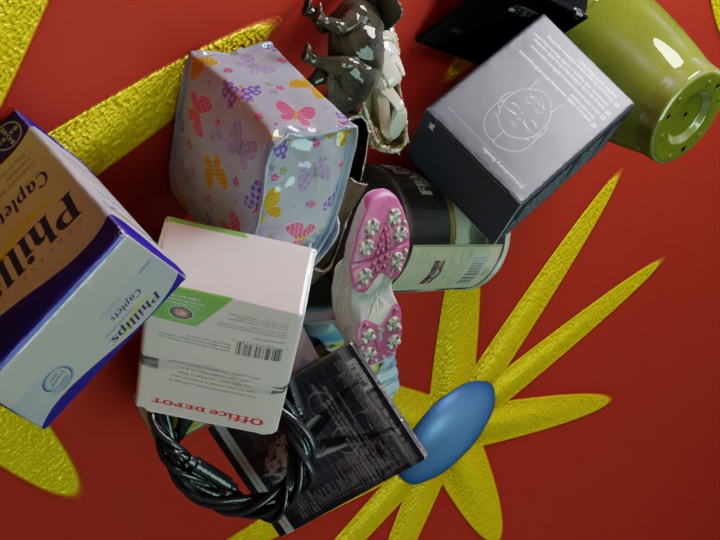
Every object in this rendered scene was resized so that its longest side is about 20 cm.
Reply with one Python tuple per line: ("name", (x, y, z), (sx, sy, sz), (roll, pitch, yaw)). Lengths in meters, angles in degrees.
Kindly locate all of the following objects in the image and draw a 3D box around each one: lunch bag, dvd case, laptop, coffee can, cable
("lunch bag", (-0.100, -0.095, 1.409), (0.126, 0.170, 0.202), (-12, 132, -35))
("dvd case", (-0.048, 0.184, 1.555), (0.199, 0.150, 0.016), (-31, -172, 20))
("laptop", (0.171, -0.337, 1.625), (0.199, 0.117, 0.186), (-31, 157, 31))
("coffee can", (0.059, -0.047, 1.671), (0.199, 0.146, 0.147), (-2, 126, -50))
("cable", (-0.132, 0.180, 1.516), (0.161, 0.051, 0.202), (-17, 104, -4))

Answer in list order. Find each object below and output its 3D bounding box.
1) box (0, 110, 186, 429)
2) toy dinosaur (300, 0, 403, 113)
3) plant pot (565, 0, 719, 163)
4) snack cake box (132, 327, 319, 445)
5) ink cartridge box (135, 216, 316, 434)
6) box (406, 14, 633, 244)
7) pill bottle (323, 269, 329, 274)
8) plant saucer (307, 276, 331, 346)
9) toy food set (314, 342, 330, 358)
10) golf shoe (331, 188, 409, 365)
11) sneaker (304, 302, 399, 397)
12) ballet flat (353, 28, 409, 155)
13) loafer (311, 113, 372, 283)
("box", (-0.287, -0.003, 1.253), (0.184, 0.200, 0.105), (-47, 146, -1))
("toy dinosaur", (-0.012, -0.213, 1.429), (0.101, 0.077, 0.203), (10, 91, -20))
("plant pot", (0.329, -0.233, 1.750), (0.199, 0.193, 0.202), (-30, 144, -25))
("snack cake box", (-0.145, 0.118, 1.595), (0.198, 0.068, 0.115), (-30, 176, -3))
("ink cartridge box", (-0.130, 0.057, 1.365), (0.143, 0.085, 0.201), (12, 140, -4))
("box", (0.176, -0.157, 1.604), (0.200, 0.149, 0.107), (-39, 170, -25))
("pill bottle", (-0.129, 0.003, 1.531), (0.199, 0.112, 0.113), (-26, 142, -29))
("plant saucer", (-0.072, 0.037, 1.707), (0.199, 0.036, 0.201), (-31, 145, -25))
("toy food set", (-0.044, 0.172, 1.803), (0.200, 0.049, 0.198), (-47, 133, -8))
("golf shoe", (0.000, 0.000, 1.529), (0.075, 0.091, 0.202), (-13, 123, -31))
("sneaker", (-0.004, 0.101, 1.680), (0.199, 0.079, 0.133), (5, 80, -64))
("ballet flat", (0.023, -0.201, 1.542), (0.075, 0.064, 0.201), (-36, 145, -15))
("loafer", (-0.037, -0.083, 1.504), (0.075, 0.069, 0.202), (26, 64, -31))
